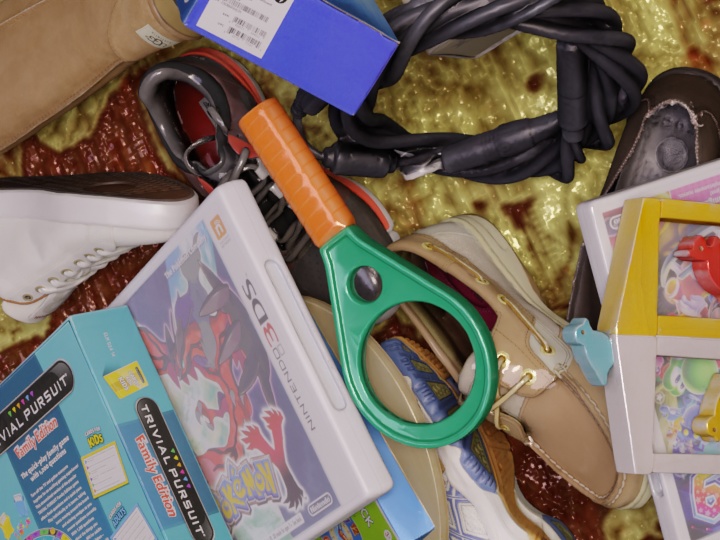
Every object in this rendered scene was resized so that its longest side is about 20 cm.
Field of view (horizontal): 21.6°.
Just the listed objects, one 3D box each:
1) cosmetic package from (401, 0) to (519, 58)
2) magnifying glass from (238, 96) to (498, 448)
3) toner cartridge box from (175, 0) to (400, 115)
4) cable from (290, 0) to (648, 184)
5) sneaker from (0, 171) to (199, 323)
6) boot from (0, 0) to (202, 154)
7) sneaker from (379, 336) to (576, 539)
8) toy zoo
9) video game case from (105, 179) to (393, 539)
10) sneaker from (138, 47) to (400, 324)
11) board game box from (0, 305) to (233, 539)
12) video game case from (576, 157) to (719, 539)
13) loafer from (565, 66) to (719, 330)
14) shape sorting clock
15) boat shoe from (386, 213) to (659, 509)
[{"bbox_3d":[0.046,-0.224,1.000,0.103,0.087,0.201,-26,84,21],"label":"cosmetic package"},{"bbox_3d":[0.000,0.000,0.967,0.079,0.022,0.201,-36,82,21],"label":"magnifying glass"},{"bbox_3d":[-0.048,-0.149,0.927,0.095,0.200,0.043,28,108,-23],"label":"toner cartridge box"},{"bbox_3d":[0.063,-0.088,0.953,0.200,0.162,0.051,-39,40,55],"label":"cable"},{"bbox_3d":[-0.169,-0.013,1.116,0.199,0.073,0.085,1,101,39],"label":"sneaker"},{"bbox_3d":[-0.159,-0.173,1.094,0.199,0.066,0.176,-22,49,39],"label":"boot"},{"bbox_3d":[0.050,0.135,1.039,0.088,0.075,0.201,-36,80,21],"label":"sneaker"},{"bbox_3d":[0.190,0.035,0.920,0.198,0.020,0.133,4,86,-23],"label":"toy zoo"},{"bbox_3d":[-0.074,0.072,1.052,0.200,0.023,0.183,-41,72,53],"label":"video game case"},{"bbox_3d":[-0.058,-0.042,1.062,0.200,0.082,0.077,45,109,13],"label":"sneaker"},{"bbox_3d":[-0.150,0.145,1.099,0.151,0.047,0.201,-38,72,41],"label":"board game box"},{"bbox_3d":[0.195,0.045,0.943,0.018,0.142,0.202,-5,101,67],"label":"video game case"},{"bbox_3d":[0.143,-0.008,0.989,0.072,0.071,0.202,13,100,21],"label":"loafer"},{"bbox_3d":[-0.020,0.111,1.051,0.199,0.039,0.202,28,127,45],"label":"shape sorting clock"},{"bbox_3d":[0.078,0.052,0.990,0.200,0.066,0.074,50,135,35],"label":"boat shoe"}]
